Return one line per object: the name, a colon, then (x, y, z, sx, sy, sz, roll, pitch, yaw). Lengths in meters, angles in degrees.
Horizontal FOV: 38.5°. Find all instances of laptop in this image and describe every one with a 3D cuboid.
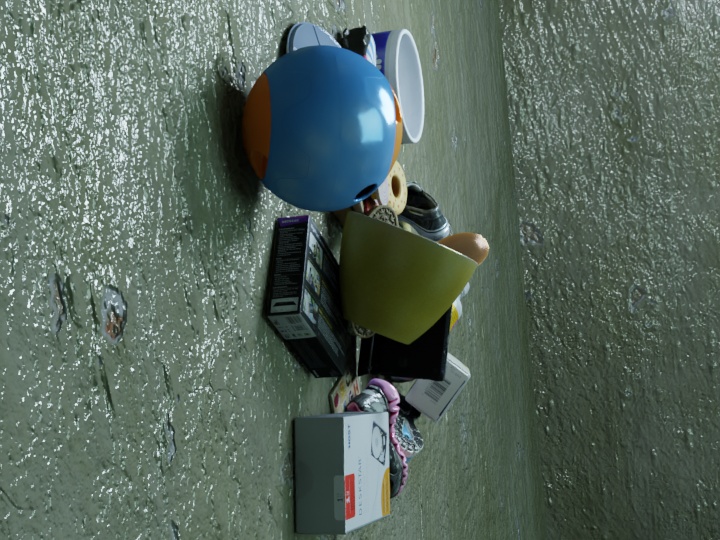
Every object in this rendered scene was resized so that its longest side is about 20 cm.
laptop: (0.068, 0.081, 1.608, 0.103, 0.198, 0.180, 21, 73, -60)

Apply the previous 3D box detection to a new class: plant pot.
plant pot: (0.049, 0.020, 1.449, 0.143, 0.198, 0.200, -69, 161, -1)

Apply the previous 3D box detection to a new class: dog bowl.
dog bowl: (0.055, -0.327, 1.848, 0.200, 0.078, 0.203, -3, 90, -73)

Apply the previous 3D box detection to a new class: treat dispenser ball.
treat dispenser ball: (-0.047, -0.174, 1.271, 0.201, 0.198, 0.204, -3, 90, -73)

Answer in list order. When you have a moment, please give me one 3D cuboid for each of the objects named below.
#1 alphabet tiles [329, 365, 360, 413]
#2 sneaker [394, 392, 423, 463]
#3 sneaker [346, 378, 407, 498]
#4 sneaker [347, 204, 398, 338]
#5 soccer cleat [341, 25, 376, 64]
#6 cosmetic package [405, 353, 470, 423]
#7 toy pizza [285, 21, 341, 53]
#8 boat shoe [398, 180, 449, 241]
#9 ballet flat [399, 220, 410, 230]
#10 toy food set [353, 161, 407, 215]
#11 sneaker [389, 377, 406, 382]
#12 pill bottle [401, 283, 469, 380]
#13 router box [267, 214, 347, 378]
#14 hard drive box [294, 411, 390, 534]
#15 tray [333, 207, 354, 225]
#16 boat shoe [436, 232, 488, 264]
alphabet tiles: (-0.017, 0.262, 1.617, 0.167, 0.006, 0.202, -54, 138, -64)
sneaker: (0.052, 0.274, 1.763, 0.090, 0.078, 0.200, -56, -170, 20)
sneaker: (0.017, 0.278, 1.630, 0.095, 0.078, 0.202, -25, 112, -49)
sneaker: (0.000, 0.000, 1.574, 0.090, 0.066, 0.203, 0, -101, 64)
soccer cleat: (-0.004, -0.309, 1.663, 0.087, 0.069, 0.201, 68, 25, -46)
cosmetic package: (0.138, 0.199, 1.818, 0.106, 0.071, 0.200, -54, 174, 3)
toy pizza: (-0.052, -0.264, 1.499, 0.200, 0.031, 0.202, 40, 39, -42)
boat shoe: (0.091, -0.122, 1.788, 0.200, 0.072, 0.072, 37, -33, 49)
ballet flat: (0.049, -0.029, 1.790, 0.071, 0.070, 0.202, 60, 34, -56)
toy food set: (0.025, -0.150, 1.648, 0.199, 0.048, 0.202, -70, 152, -53)
sneaker: (0.074, 0.107, 1.843, 0.082, 0.076, 0.203, -20, 105, -66)
pill bottle: (0.107, 0.084, 1.778, 0.201, 0.104, 0.105, -52, 143, -25)
router box: (-0.066, 0.040, 1.418, 0.200, 0.050, 0.151, 61, 28, -56)
hard drive box: (-0.023, 0.283, 1.465, 0.200, 0.076, 0.158, 13, 74, -70)
tray: (-0.032, -0.144, 1.600, 0.200, 0.037, 0.100, 54, 36, -62)
boat shoe: (0.122, -0.003, 1.730, 0.071, 0.198, 0.070, 63, -19, 12)
